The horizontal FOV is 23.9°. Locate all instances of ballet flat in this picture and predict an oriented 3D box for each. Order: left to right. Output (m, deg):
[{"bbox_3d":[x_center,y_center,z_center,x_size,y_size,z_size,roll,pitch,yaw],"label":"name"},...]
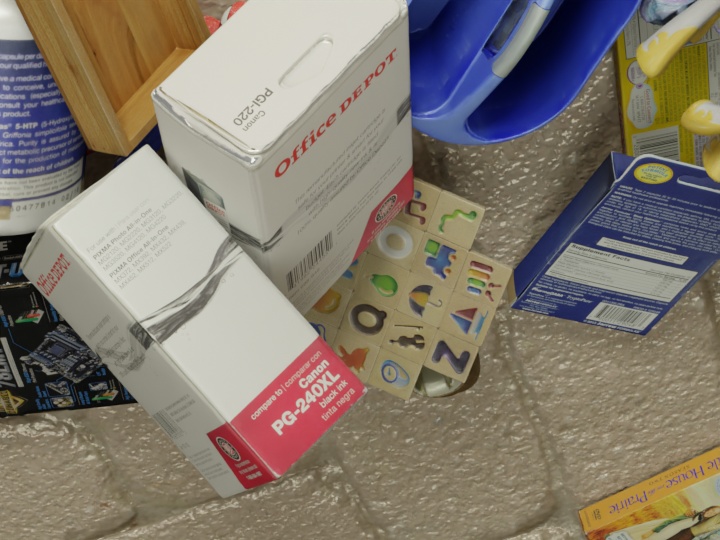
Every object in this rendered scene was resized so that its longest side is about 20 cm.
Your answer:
[{"bbox_3d":[0.045,0.048,1.278,0.067,0.073,0.201,-19,132,6],"label":"ballet flat"}]

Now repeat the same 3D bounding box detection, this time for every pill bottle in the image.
[{"bbox_3d":[-0.220,-0.135,1.030,0.119,0.120,0.201,4,118,-13],"label":"pill bottle"}]

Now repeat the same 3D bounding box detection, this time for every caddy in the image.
[{"bbox_3d":[0.091,-0.170,1.067,0.141,0.105,0.200,16,127,-24],"label":"caddy"}]

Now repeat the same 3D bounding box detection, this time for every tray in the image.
[{"bbox_3d":[-0.154,-0.175,0.965,0.037,0.099,0.201,11,139,35],"label":"tray"}]

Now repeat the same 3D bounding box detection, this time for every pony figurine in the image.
[{"bbox_3d":[0.254,-0.174,1.022,0.166,0.194,0.200,8,153,-31],"label":"pony figurine"}]

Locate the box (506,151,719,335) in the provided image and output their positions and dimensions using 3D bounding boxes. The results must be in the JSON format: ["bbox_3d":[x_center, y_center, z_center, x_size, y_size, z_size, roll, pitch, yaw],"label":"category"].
[{"bbox_3d":[0.204,-0.025,1.239,0.120,0.033,0.200,12,144,-19],"label":"box"}]

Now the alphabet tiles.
[{"bbox_3d":[0.000,0.000,1.204,0.199,0.006,0.167,23,119,5],"label":"alphabet tiles"}]

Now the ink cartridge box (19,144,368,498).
[{"bbox_3d":[-0.107,0.034,1.041,0.083,0.145,0.200,-42,94,-20],"label":"ink cartridge box"}]

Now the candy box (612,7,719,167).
[{"bbox_3d":[0.227,-0.133,1.179,0.102,0.026,0.201,-14,133,-1],"label":"candy box"}]

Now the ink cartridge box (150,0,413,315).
[{"bbox_3d":[-0.041,-0.075,1.043,0.146,0.085,0.200,-47,159,-23],"label":"ink cartridge box"}]

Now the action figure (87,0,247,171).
[{"bbox_3d":[-0.141,-0.097,1.099,0.065,0.099,0.200,44,113,-8],"label":"action figure"}]

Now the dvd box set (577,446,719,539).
[{"bbox_3d":[0.311,0.221,1.506,0.199,0.030,0.146,-26,130,14],"label":"dvd box set"}]

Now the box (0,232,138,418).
[{"bbox_3d":[-0.194,0.036,1.208,0.197,0.050,0.200,-6,150,-3],"label":"box"}]
